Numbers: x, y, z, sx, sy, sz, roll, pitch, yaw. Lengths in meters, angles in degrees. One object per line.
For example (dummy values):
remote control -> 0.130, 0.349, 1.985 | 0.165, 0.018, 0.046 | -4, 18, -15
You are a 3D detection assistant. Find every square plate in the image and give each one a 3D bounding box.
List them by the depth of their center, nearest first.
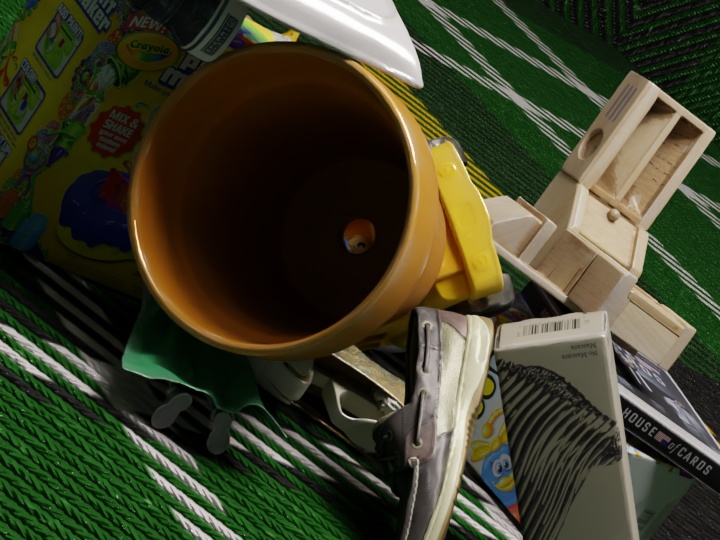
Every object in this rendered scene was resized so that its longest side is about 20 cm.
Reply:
square plate -> -0.055, -0.211, 1.545 | 0.199, 0.029, 0.199 | 25, 24, -25

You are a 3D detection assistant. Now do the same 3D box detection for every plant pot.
plant pot -> -0.029, -0.033, 1.576 | 0.200, 0.201, 0.183 | 41, 6, 20

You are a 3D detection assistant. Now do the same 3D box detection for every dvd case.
dvd case -> 0.207, 0.088, 1.834 | 0.150, 0.025, 0.200 | 34, 13, -22

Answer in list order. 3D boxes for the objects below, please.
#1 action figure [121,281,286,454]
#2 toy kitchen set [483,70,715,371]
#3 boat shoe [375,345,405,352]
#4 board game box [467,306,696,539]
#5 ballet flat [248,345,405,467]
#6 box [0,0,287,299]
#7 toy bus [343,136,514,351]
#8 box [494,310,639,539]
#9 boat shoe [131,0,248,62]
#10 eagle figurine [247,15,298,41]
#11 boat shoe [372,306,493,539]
action figure -> -0.115, 0.047, 1.584 | 0.118, 0.055, 0.200 | 29, 20, -20
toy kitchen set -> 0.190, -0.062, 1.825 | 0.163, 0.181, 0.200 | 34, 5, -23
boat shoe -> -0.029, -0.005, 1.931 | 0.199, 0.070, 0.066 | 30, 16, 6
board game box -> 0.146, 0.126, 1.835 | 0.103, 0.105, 0.200 | 21, 20, -47
ballet flat -> -0.026, 0.080, 1.676 | 0.199, 0.071, 0.071 | 33, 15, -13
box -> -0.156, -0.099, 1.666 | 0.199, 0.193, 0.122 | 23, 20, -39
toy bus -> 0.000, 0.000, 1.739 | 0.200, 0.191, 0.137 | 125, -53, -75
box -> 0.145, 0.135, 1.628 | 0.068, 0.081, 0.202 | -66, 146, -75
boat shoe -> -0.127, -0.215, 1.565 | 0.091, 0.071, 0.201 | 34, 17, -23
eagle figurine -> -0.100, -0.160, 2.127 | 0.151, 0.151, 0.201 | -13, 67, -33
boat shoe -> 0.039, 0.114, 1.575 | 0.065, 0.072, 0.202 | 16, 60, -1
